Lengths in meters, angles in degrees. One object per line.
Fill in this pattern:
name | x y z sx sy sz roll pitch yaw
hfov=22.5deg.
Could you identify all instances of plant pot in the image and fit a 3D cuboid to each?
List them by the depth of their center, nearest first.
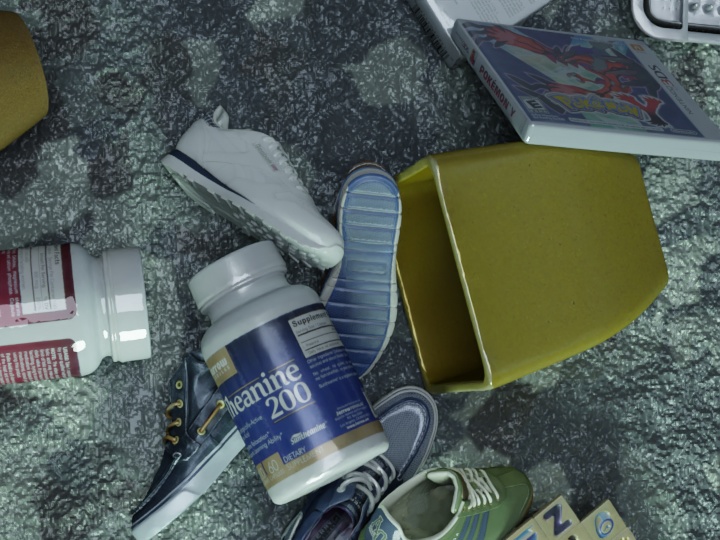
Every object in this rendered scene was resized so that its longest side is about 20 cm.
plant pot | -0.370 -0.145 1.518 0.198 0.186 0.188 -19 89 -20
plant pot | 0.148 -0.015 1.565 0.198 0.195 0.196 -15 89 -16

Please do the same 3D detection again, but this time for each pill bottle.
pill bottle | -0.066 0.082 1.511 0.110 0.111 0.202 -25 81 -8
pill bottle | -0.281 0.037 1.539 0.197 0.114 0.116 -6 87 -8

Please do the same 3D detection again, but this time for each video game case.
video game case | 0.197 -0.158 1.565 0.198 0.183 0.023 3 124 -24

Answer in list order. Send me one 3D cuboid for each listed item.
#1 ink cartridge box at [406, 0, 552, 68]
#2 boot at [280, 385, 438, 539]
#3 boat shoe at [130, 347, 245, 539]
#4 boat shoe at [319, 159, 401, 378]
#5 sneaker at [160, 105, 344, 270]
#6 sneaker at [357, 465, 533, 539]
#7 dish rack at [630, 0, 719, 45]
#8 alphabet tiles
ink cartridge box | 0.123 -0.305 1.647 0.199 0.057 0.163 -33 91 -16
boot | 0.005 0.188 1.578 0.072 0.090 0.201 36 83 -4
boat shoe | -0.148 0.137 1.576 0.091 0.071 0.200 43 76 -2
boat shoe | 0.000 0.000 1.593 0.071 0.073 0.202 10 111 -8
sneaker | -0.083 -0.074 1.558 0.199 0.077 0.081 34 75 27
sneaker | 0.080 0.203 1.549 0.199 0.090 0.067 -22 55 -33
dish rack | 0.344 -0.288 1.672 0.197 0.044 0.174 4 85 -7
alphabet tiles | 0.189 0.303 1.606 0.166 0.006 0.201 -38 110 -8
